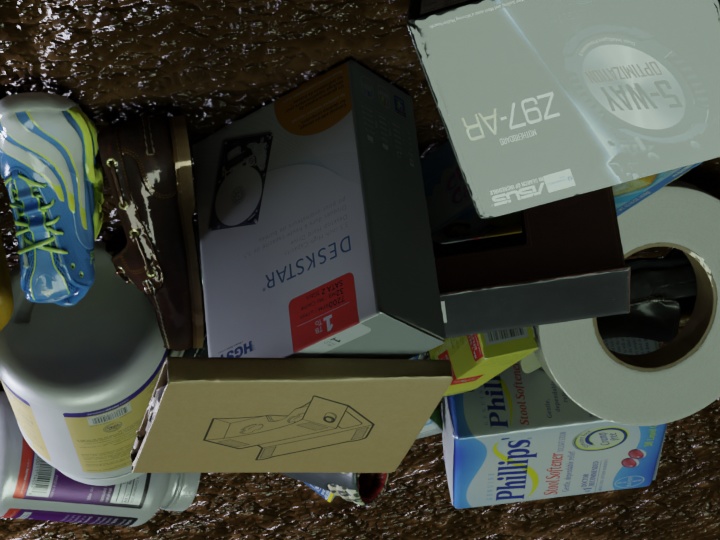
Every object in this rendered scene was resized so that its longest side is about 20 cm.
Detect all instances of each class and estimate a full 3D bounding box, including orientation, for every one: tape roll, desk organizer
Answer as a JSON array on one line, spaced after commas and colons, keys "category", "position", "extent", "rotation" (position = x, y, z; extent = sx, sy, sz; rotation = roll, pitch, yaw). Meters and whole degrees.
[{"category": "tape roll", "position": [0.231, 0.025, 1.572], "extent": [0.201, 0.204, 0.037], "rotation": [1, -165, -15]}, {"category": "desk organizer", "position": [0.093, -0.004, 1.434], "extent": [0.198, 0.078, 0.072], "rotation": [-8, 152, 4]}]

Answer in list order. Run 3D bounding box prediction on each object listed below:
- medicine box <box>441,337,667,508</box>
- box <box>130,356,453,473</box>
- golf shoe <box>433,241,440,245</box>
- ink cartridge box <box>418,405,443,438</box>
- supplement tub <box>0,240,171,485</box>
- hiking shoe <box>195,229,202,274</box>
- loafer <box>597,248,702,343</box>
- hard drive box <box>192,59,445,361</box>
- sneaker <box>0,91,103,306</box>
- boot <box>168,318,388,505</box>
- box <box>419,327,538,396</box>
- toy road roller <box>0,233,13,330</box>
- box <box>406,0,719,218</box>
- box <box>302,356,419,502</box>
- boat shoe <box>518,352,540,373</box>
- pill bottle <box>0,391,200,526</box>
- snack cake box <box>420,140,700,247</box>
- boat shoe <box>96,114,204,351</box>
[{"category": "medicine box", "position": [0.177, 0.135, 1.835], "extent": [0.198, 0.104, 0.183], "rotation": [-8, 152, -1]}, {"category": "box", "position": [-0.052, 0.103, 1.373], "extent": [0.198, 0.021, 0.164], "rotation": [2, 152, -15]}, {"category": "golf shoe", "position": [0.000, 0.000, 1.539], "extent": [0.199, 0.078, 0.094], "rotation": [-4, 158, -29]}, {"category": "ink cartridge box", "position": [-0.012, 0.101, 1.770], "extent": [0.103, 0.060, 0.200], "rotation": [-16, 151, 19]}, {"category": "supplement tub", "position": [-0.217, 0.081, 1.589], "extent": [0.144, 0.146, 0.200], "rotation": [-6, 153, -3]}, {"category": "hiking shoe", "position": [-0.061, 0.021, 1.590], "extent": [0.086, 0.075, 0.200], "rotation": [-18, 151, 20]}, {"category": "loafer", "position": [0.244, 0.028, 1.624], "extent": [0.199, 0.073, 0.073], "rotation": [-25, 157, -3]}, {"category": "hard drive box", "position": [-0.032, -0.021, 1.382], "extent": [0.155, 0.201, 0.077], "rotation": [-26, 148, 30]}, {"category": "sneaker", "position": [-0.217, -0.041, 1.401], "extent": [0.075, 0.106, 0.200], "rotation": [-8, 153, 1]}, {"category": "boot", "position": [-0.063, 0.115, 1.576], "extent": [0.153, 0.074, 0.204], "rotation": [19, 158, 23]}, {"category": "box", "position": [0.090, 0.054, 1.634], "extent": [0.050, 0.076, 0.200], "rotation": [-12, 171, -15]}, {"category": "toy road roller", "position": [-0.333, 0.030, 1.494], "extent": [0.145, 0.124, 0.200], "rotation": [-13, 152, -5]}, {"category": "box", "position": [0.149, -0.133, 1.304], "extent": [0.199, 0.044, 0.161], "rotation": [-14, 120, 14]}, {"category": "box", "position": [-0.005, 0.097, 1.654], "extent": [0.064, 0.070, 0.201], "rotation": [-36, 156, -49]}, {"category": "boat shoe", "position": [0.151, 0.025, 1.669], "extent": [0.073, 0.063, 0.202], "rotation": [-36, 156, -12]}, {"category": "pill bottle", "position": [-0.252, 0.175, 1.794], "extent": [0.199, 0.113, 0.112], "rotation": [8, 149, -28]}, {"category": "snack cake box", "position": [0.147, -0.081, 1.456], "extent": [0.114, 0.068, 0.200], "rotation": [14, 145, -37]}, {"category": "boat shoe", "position": [-0.153, -0.025, 1.438], "extent": [0.070, 0.071, 0.201], "rotation": [-10, 124, -9]}]
